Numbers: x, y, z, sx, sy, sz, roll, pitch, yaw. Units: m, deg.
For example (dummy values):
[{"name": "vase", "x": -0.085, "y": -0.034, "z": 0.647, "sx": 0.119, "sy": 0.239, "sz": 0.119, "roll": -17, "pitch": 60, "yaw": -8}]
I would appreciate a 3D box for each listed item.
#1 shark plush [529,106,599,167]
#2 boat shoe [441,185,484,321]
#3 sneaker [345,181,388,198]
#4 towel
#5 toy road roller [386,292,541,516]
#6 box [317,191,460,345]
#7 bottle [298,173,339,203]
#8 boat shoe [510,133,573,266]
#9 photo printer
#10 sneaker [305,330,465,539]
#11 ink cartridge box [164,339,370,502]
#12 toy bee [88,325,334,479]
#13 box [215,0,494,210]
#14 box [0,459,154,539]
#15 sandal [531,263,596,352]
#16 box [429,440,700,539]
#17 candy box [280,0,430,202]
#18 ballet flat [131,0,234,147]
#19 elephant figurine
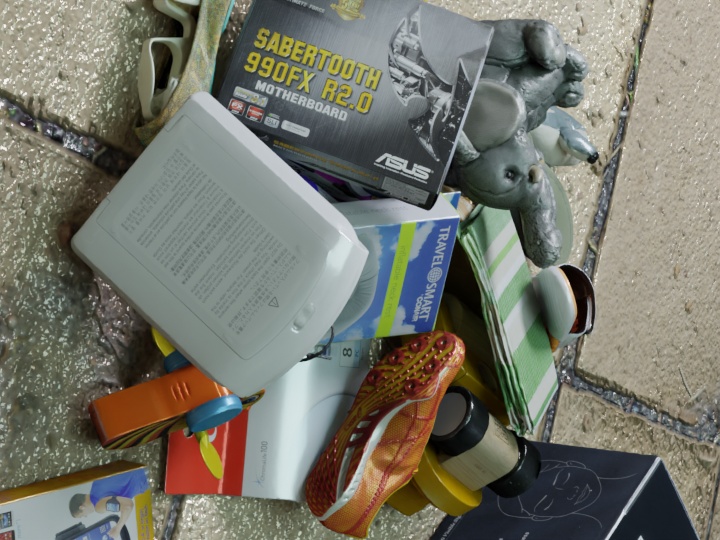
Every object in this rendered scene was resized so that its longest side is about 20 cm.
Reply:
[{"name": "shark plush", "x": 0.150, "y": -0.159, "z": 1.903, "sx": 0.199, "sy": 0.091, "sz": 0.084, "roll": 31, "pitch": 50, "yaw": -21}, {"name": "boat shoe", "x": 0.087, "y": -0.033, "z": 1.822, "sx": 0.201, "sy": 0.073, "sz": 0.070, "roll": 55, "pitch": 31, "yaw": -35}, {"name": "sneaker", "x": 0.041, "y": -0.161, "z": 1.664, "sx": 0.070, "sy": 0.082, "sz": 0.202, "roll": 9, "pitch": 86, "yaw": -47}, {"name": "towel", "x": 0.137, "y": 0.036, "z": 1.776, "sx": 0.153, "sy": 0.023, "sz": 0.202, "roll": -43, "pitch": 117, "yaw": -67}, {"name": "toy road roller", "x": 0.066, "y": 0.136, "z": 1.790, "sx": 0.123, "sy": 0.145, "sz": 0.201, "roll": 40, "pitch": 28, "yaw": -39}, {"name": "box", "x": 0.000, "y": 0.000, "z": 1.643, "sx": 0.198, "sy": 0.048, "sz": 0.123, "roll": -6, "pitch": 125, "yaw": -29}, {"name": "bottle", "x": -0.063, "y": -0.041, "z": 1.660, "sx": 0.200, "sy": 0.065, "sz": 0.084, "roll": 38, "pitch": 80, "yaw": -40}, {"name": "boat shoe", "x": 0.149, "y": -0.079, "z": 1.881, "sx": 0.072, "sy": 0.060, "sz": 0.202, "roll": -55, "pitch": 134, "yaw": -28}, {"name": "photo printer", "x": -0.104, "y": -0.014, "z": 1.506, "sx": 0.167, "sy": 0.200, "sz": 0.069, "roll": -50, "pitch": 169, "yaw": 5}, {"name": "sneaker", "x": 0.028, "y": 0.140, "z": 1.688, "sx": 0.077, "sy": 0.073, "sz": 0.201, "roll": 37, "pitch": 89, "yaw": -41}, {"name": "ink cartridge box", "x": -0.076, "y": 0.118, "z": 1.672, "sx": 0.199, "sy": 0.047, "sz": 0.162, "roll": 8, "pitch": 87, "yaw": -47}, {"name": "toy bee", "x": -0.120, "y": 0.106, "z": 1.579, "sx": 0.109, "sy": 0.198, "sz": 0.132, "roll": 95, "pitch": -6, "yaw": -72}, {"name": "box", "x": -0.006, "y": -0.158, "z": 1.598, "sx": 0.198, "sy": 0.048, "sz": 0.160, "roll": 21, "pitch": 73, "yaw": 0}, {"name": "box", "x": -0.247, "y": 0.228, "z": 1.510, "sx": 0.199, "sy": 0.041, "sz": 0.120, "roll": -12, "pitch": 101, "yaw": -47}, {"name": "sandal", "x": 0.201, "y": 0.032, "z": 1.854, "sx": 0.059, "sy": 0.207, "sz": 0.080, "roll": -17, "pitch": 85, "yaw": -5}, {"name": "box", "x": 0.183, "y": 0.276, "z": 1.841, "sx": 0.200, "sy": 0.195, "sz": 0.125, "roll": -49, "pitch": 126, "yaw": -32}, {"name": "candy box", "x": -0.025, "y": -0.175, "z": 1.697, "sx": 0.136, "sy": 0.061, "sz": 0.202, "roll": 28, "pitch": 72, "yaw": -42}, {"name": "ballet flat", "x": -0.144, "y": -0.192, "z": 1.576, "sx": 0.070, "sy": 0.070, "sz": 0.202, "roll": 20, "pitch": 78, "yaw": -44}, {"name": "elephant figurine", "x": 0.116, "y": -0.120, "z": 1.712, "sx": 0.142, "sy": 0.154, "sz": 0.201, "roll": 48, "pitch": 57, "yaw": -39}]
